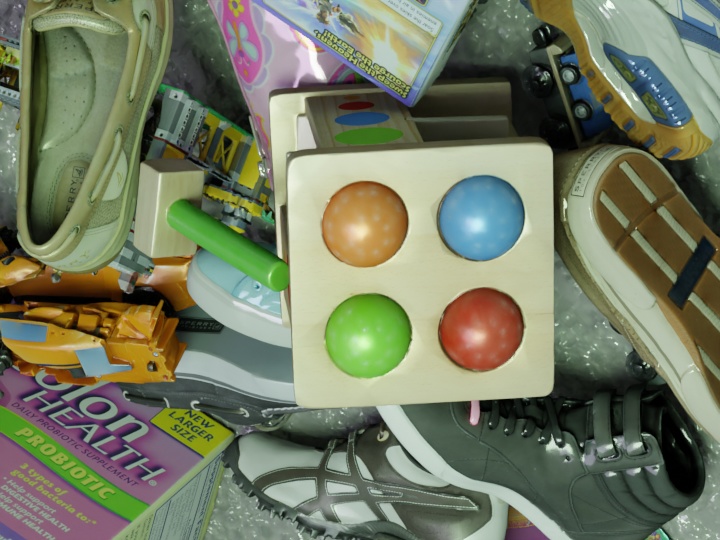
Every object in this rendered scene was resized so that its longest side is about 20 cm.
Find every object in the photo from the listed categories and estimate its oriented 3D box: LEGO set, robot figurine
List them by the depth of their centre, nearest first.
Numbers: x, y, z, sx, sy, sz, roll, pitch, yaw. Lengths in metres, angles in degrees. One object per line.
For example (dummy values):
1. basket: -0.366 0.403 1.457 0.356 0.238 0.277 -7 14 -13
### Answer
1. LEGO set: -0.151 -0.048 1.345 0.199 0.154 0.117 20 86 17
2. robot figurine: -0.184 0.012 1.421 0.198 0.145 0.059 3 131 21

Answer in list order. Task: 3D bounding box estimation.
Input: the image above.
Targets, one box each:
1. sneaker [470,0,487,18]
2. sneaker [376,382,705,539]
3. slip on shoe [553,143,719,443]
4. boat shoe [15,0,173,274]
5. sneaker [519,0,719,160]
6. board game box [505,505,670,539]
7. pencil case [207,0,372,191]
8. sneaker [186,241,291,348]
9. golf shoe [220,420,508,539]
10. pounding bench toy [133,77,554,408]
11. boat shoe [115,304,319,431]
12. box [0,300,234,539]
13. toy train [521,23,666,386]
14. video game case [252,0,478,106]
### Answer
1. sneaker: 0.038 -0.206 1.214 0.080 0.077 0.201 35 128 40
2. sneaker: 0.098 0.077 1.266 0.199 0.071 0.099 35 130 -26
3. slip on shoe: 0.154 0.015 1.221 0.200 0.076 0.060 46 158 -29
4. boat shoe: -0.143 -0.101 1.244 0.073 0.063 0.202 8 84 12
5. sneaker: 0.122 -0.153 1.165 0.201 0.088 0.075 53 162 -11
6. board game box: 0.104 0.205 1.390 0.158 0.039 0.201 37 129 13
7. pencil case: -0.041 -0.131 1.283 0.087 0.087 0.201 -12 106 37
8. sneaker: 0.000 0.000 1.337 0.198 0.074 0.083 13 119 14
9. golf shoe: 0.009 0.119 1.400 0.199 0.078 0.095 23 94 34
10. pounding bench toy: -0.013 -0.012 1.188 0.198 0.156 0.125 -3 107 -4
11. boat shoe: -0.069 0.062 1.418 0.199 0.070 0.067 3 131 30
12. box: -0.206 0.133 1.454 0.175 0.200 0.097 31 128 17
13. toy train: 0.133 -0.034 1.252 0.046 0.034 0.201 -12 107 33
14. video game case: -0.022 -0.193 1.132 0.199 0.046 0.182 34 145 3
